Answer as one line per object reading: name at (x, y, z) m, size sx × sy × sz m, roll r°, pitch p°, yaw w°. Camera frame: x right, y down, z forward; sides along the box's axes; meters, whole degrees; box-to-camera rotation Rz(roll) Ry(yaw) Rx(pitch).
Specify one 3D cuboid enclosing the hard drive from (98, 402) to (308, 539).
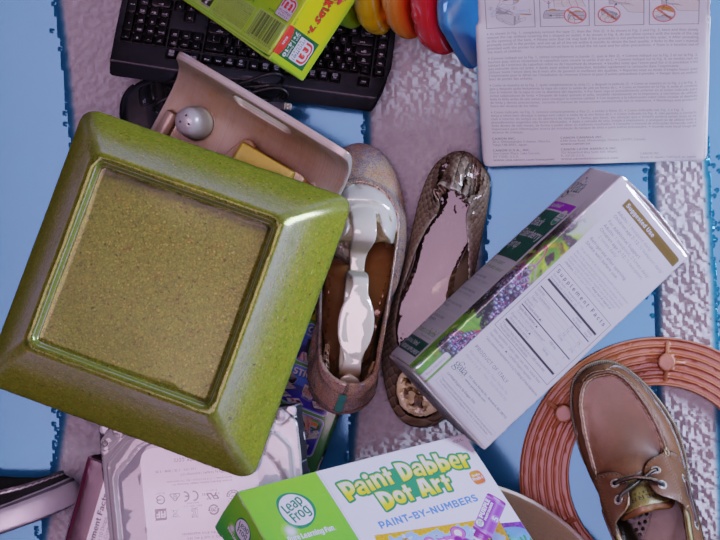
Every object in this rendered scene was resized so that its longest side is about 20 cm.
hard drive at (-0.099, 0.195, 1.597) m, size 0.139 × 0.038 × 0.201 m, roll -5°, pitch 90°, yaw 6°

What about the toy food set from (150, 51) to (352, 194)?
toy food set at (-0.112, -0.028, 1.621) m, size 0.143 × 0.060 × 0.201 m, roll 30°, pitch 95°, yaw 11°

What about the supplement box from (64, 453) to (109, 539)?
supplement box at (-0.100, 0.195, 1.671) m, size 0.199 × 0.110 × 0.086 m, roll 16°, pitch 91°, yaw 5°

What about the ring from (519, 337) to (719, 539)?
ring at (0.213, 0.148, 1.687) m, size 0.199 × 0.019 × 0.202 m, roll 0°, pitch 90°, yaw 5°

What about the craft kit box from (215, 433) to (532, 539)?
craft kit box at (0.036, 0.212, 1.532) m, size 0.198 × 0.199 × 0.049 m, roll 54°, pitch 135°, yaw 27°

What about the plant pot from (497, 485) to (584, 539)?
plant pot at (0.069, 0.264, 1.633) m, size 0.200 × 0.200 × 0.135 m, roll 36°, pitch 132°, yaw 4°

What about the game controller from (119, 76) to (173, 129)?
game controller at (-0.103, -0.052, 1.692) m, size 0.104 × 0.042 × 0.201 m, roll -13°, pitch 78°, yaw -17°

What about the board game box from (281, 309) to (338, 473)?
board game box at (-0.103, 0.057, 1.712) m, size 0.199 × 0.029 × 0.135 m, roll 21°, pitch 93°, yaw 5°

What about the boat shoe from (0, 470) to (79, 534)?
boat shoe at (-0.300, 0.173, 1.713) m, size 0.199 × 0.069 × 0.057 m, roll -16°, pitch 88°, yaw 8°

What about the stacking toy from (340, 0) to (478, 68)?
stacking toy at (-0.004, -0.210, 1.673) m, size 0.199 × 0.110 × 0.117 m, roll 3°, pitch 75°, yaw 16°

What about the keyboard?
keyboard at (-0.077, -0.155, 1.678) m, size 0.199 × 0.040 × 0.105 m, roll 7°, pitch 67°, yaw 0°

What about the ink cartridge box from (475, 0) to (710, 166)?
ink cartridge box at (0.159, -0.158, 1.616) m, size 0.160 × 0.050 × 0.201 m, roll -1°, pitch 133°, yaw 6°

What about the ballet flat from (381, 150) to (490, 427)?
ballet flat at (0.055, 0.014, 1.687) m, size 0.067 × 0.046 × 0.201 m, roll 12°, pitch 92°, yaw 6°

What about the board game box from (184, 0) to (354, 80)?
board game box at (-0.090, -0.226, 1.654) m, size 0.200 × 0.048 × 0.102 m, roll 36°, pitch 94°, yaw 33°

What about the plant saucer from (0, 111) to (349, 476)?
plant saucer at (-0.133, 0.011, 1.572) m, size 0.199 × 0.048 × 0.201 m, roll 19°, pitch 85°, yaw 10°

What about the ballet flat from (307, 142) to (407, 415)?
ballet flat at (0.000, 0.000, 1.660) m, size 0.068 × 0.067 × 0.201 m, roll 3°, pitch 76°, yaw -4°

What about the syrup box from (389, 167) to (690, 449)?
syrup box at (0.124, 0.024, 1.642) m, size 0.200 × 0.079 × 0.081 m, roll -44°, pitch 103°, yaw -4°

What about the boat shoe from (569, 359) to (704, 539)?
boat shoe at (0.201, 0.156, 1.645) m, size 0.072 × 0.068 × 0.201 m, roll -24°, pitch 87°, yaw 7°
